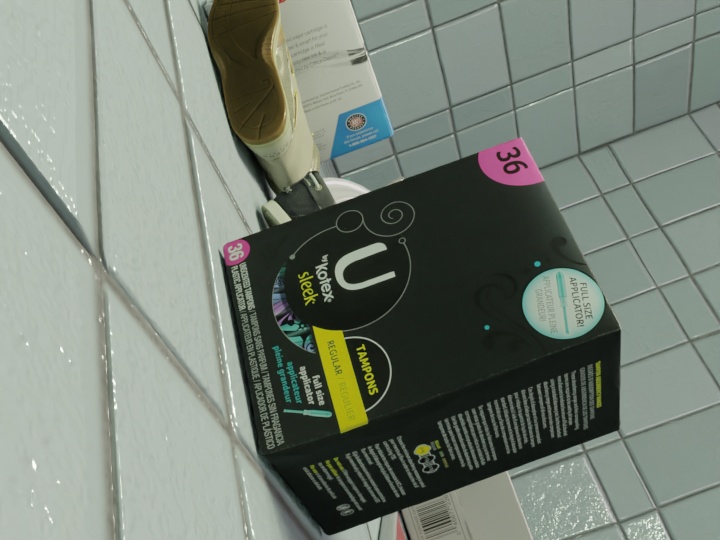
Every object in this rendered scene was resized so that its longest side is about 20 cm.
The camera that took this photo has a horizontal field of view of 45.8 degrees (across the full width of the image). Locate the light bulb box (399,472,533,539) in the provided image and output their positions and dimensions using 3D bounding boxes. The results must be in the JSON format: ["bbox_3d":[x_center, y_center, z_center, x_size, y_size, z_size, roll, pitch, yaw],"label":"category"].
[{"bbox_3d":[0.109,0.278,0.970,0.200,0.123,0.200,83,-11,-70],"label":"light bulb box"}]

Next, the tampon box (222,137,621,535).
[{"bbox_3d":[0.038,0.041,0.521,0.127,0.198,0.151,67,3,-53],"label":"tampon box"}]

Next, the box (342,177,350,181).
[{"bbox_3d":[-0.029,-0.050,1.149,0.200,0.081,0.050,66,3,-69],"label":"box"}]

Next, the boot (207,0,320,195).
[{"bbox_3d":[-0.091,-0.176,0.852,0.155,0.071,0.202,64,14,-64],"label":"boot"}]

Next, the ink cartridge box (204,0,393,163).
[{"bbox_3d":[-0.064,-0.224,0.931,0.086,0.145,0.202,-101,171,-67],"label":"ink cartridge box"}]

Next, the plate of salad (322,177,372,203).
[{"bbox_3d":[0.000,0.000,0.855,0.199,0.048,0.202,26,49,-33],"label":"plate of salad"}]

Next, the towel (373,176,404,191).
[{"bbox_3d":[0.006,-0.040,1.092,0.030,0.145,0.200,63,-1,20],"label":"towel"}]

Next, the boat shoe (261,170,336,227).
[{"bbox_3d":[-0.002,0.003,0.754,0.201,0.067,0.072,52,-18,-2],"label":"boat shoe"}]

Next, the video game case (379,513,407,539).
[{"bbox_3d":[0.059,0.339,0.807,0.143,0.017,0.202,45,26,-86],"label":"video game case"}]
